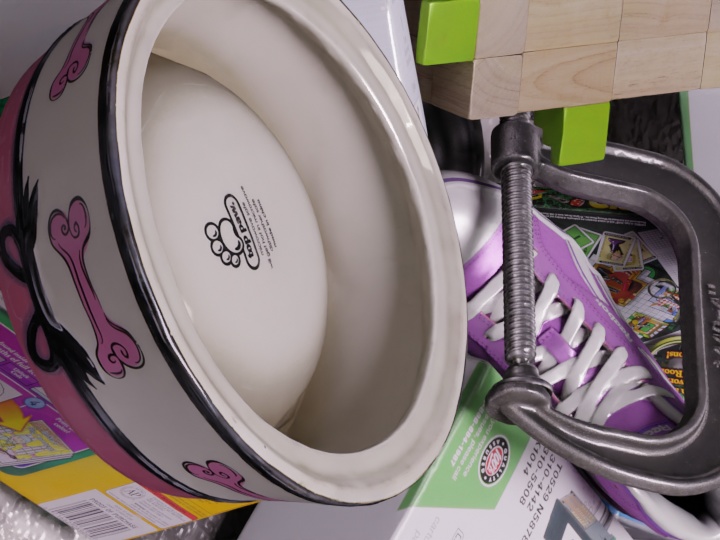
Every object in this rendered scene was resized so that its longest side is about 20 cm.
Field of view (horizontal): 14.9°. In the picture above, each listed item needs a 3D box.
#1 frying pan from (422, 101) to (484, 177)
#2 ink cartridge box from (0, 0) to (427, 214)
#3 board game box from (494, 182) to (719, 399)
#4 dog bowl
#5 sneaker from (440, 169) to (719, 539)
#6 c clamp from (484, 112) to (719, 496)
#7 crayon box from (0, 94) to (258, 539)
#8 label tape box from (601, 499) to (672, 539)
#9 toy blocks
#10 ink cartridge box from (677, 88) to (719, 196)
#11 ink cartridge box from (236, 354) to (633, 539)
[{"bbox_3d":[0.012,-0.004,1.225,0.115,0.031,0.190,-15,112,-45],"label":"frying pan"},{"bbox_3d":[-0.069,-0.114,1.039,0.047,0.160,0.200,-66,146,-72],"label":"ink cartridge box"},{"bbox_3d":[0.151,0.018,1.249,0.023,0.200,0.105,-64,157,-60],"label":"board game box"},{"bbox_3d":[-0.047,-0.009,0.949,0.200,0.074,0.200,32,50,-47],"label":"dog bowl"},{"bbox_3d":[0.096,0.039,1.189,0.073,0.114,0.200,-45,108,-1],"label":"sneaker"},{"bbox_3d":[0.087,0.004,1.162,0.171,0.027,0.200,9,54,-21],"label":"c clamp"},{"bbox_3d":[-0.110,0.025,1.017,0.200,0.119,0.058,40,43,-41],"label":"crayon box"},{"bbox_3d":[0.171,0.074,1.381,0.200,0.066,0.143,25,72,-48],"label":"label tape box"},{"bbox_3d":[0.064,-0.113,1.164,0.200,0.137,0.100,-9,113,-36],"label":"toy blocks"},{"bbox_3d":[0.210,-0.081,1.310,0.200,0.087,0.145,-69,155,-52],"label":"ink cartridge box"},{"bbox_3d":[0.040,0.145,1.208,0.200,0.084,0.146,49,62,-41],"label":"ink cartridge box"}]
